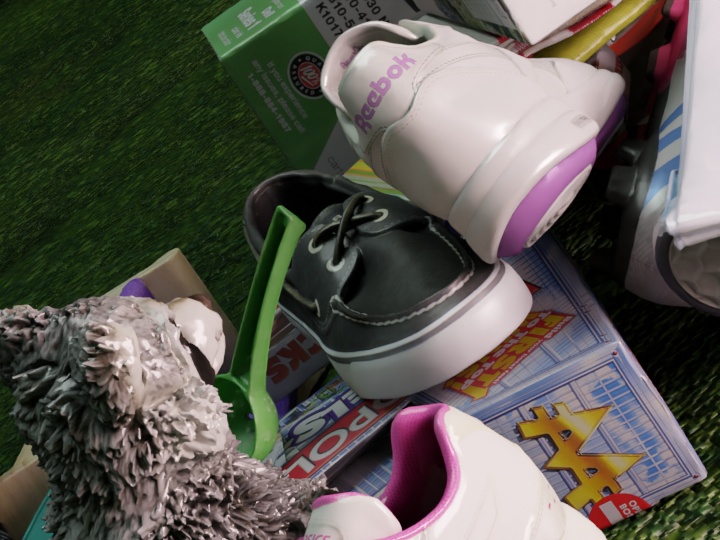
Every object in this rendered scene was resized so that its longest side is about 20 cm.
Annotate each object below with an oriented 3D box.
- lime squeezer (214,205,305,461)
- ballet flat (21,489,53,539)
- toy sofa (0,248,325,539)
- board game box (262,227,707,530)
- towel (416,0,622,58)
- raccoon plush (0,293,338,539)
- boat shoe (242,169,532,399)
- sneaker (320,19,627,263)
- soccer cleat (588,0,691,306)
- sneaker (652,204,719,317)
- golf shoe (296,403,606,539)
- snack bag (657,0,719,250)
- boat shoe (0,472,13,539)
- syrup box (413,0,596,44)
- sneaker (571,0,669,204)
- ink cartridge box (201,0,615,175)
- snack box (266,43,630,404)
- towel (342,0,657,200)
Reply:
[{"bbox_3d":[-0.069,0.071,0.914,0.200,0.038,0.071,-50,-20,4],"label":"lime squeezer"},{"bbox_3d":[-0.103,0.141,0.947,0.069,0.071,0.200,-7,39,32],"label":"ballet flat"},{"bbox_3d":[-0.084,0.063,1.106,0.098,0.083,0.200,-31,15,16],"label":"toy sofa"},{"bbox_3d":[0.031,0.063,0.924,0.200,0.062,0.200,-38,16,-9],"label":"board game box"},{"bbox_3d":[0.091,-0.127,1.089,0.200,0.023,0.144,-35,15,0],"label":"towel"},{"bbox_3d":[-0.078,0.102,0.809,0.097,0.134,0.200,-11,51,34],"label":"raccoon plush"},{"bbox_3d":[0.000,0.000,0.950,0.069,0.057,0.200,-38,16,-11],"label":"boat shoe"},{"bbox_3d":[0.041,-0.061,0.925,0.075,0.100,0.200,-54,-3,8],"label":"sneaker"},{"bbox_3d":[0.145,-0.047,0.987,0.200,0.086,0.070,-67,-9,-51],"label":"soccer cleat"},{"bbox_3d":[0.191,-0.063,0.903,0.202,0.077,0.146,-23,30,9],"label":"sneaker"},{"bbox_3d":[-0.009,0.124,0.783,0.075,0.092,0.200,-9,32,53],"label":"golf shoe"},{"bbox_3d":[0.195,-0.090,0.847,0.200,0.021,0.189,-14,35,20],"label":"snack bag"},{"bbox_3d":[-0.166,0.119,1.134,0.071,0.072,0.200,-46,17,-20],"label":"boat shoe"},{"bbox_3d":[0.055,-0.152,1.047,0.081,0.079,0.200,-36,14,-3],"label":"syrup box"},{"bbox_3d":[0.134,-0.067,1.109,0.200,0.077,0.082,-26,45,31],"label":"sneaker"},{"bbox_3d":[0.049,-0.106,1.209,0.200,0.145,0.084,-35,17,1],"label":"ink cartridge box"},{"bbox_3d":[0.031,-0.019,1.083,0.200,0.024,0.072,-39,12,20],"label":"snack box"},{"bbox_3d":[0.070,-0.082,1.074,0.200,0.018,0.086,-41,19,-14],"label":"towel"}]
